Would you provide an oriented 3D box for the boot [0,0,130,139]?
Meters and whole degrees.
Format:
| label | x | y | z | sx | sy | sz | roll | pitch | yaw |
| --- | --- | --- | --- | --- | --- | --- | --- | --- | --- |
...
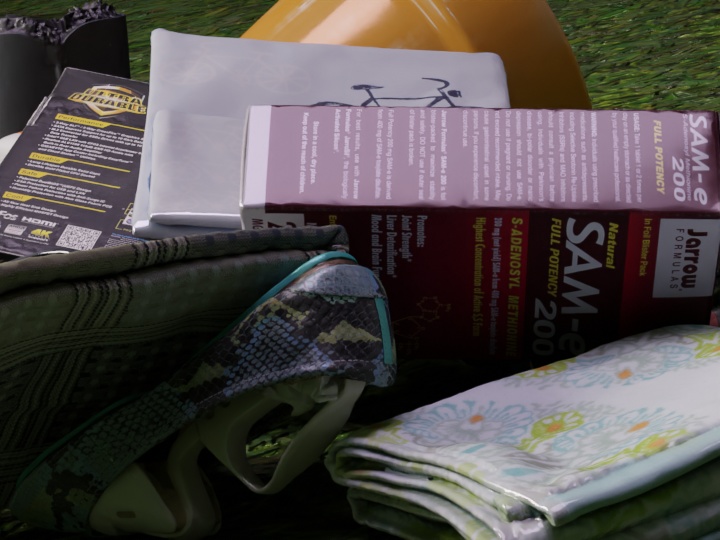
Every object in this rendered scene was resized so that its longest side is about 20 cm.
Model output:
| label | x | y | z | sx | sy | sz | roll | pitch | yaw |
| --- | --- | --- | --- | --- | --- | --- | --- | --- | --- |
| boot | -0.223 | -0.068 | 1.729 | 0.200 | 0.168 | 0.076 | -16 | 13 | -19 |

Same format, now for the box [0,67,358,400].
| label | x | y | z | sx | sy | sz | roll | pitch | yaw |
| --- | --- | --- | --- | --- | --- | --- | --- | --- | --- |
| box | -0.074 | -0.020 | 1.350 | 0.200 | 0.049 | 0.160 | 11 | 35 | 10 |

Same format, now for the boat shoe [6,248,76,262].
| label | x | y | z | sx | sy | sz | roll | pitch | yaw |
| --- | --- | --- | --- | --- | --- | --- | --- | --- | --- |
| boat shoe | -0.200 | 0.038 | 1.229 | 0.200 | 0.062 | 0.075 | -16 | 34 | -7 |

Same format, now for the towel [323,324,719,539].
| label | x | y | z | sx | sy | sz | roll | pitch | yaw |
| --- | --- | --- | --- | --- | --- | --- | --- | --- | --- |
| towel | 0.106 | 0.065 | 1.110 | 0.200 | 0.048 | 0.171 | -17 | 14 | -24 |

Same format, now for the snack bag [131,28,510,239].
| label | x | y | z | sx | sy | sz | roll | pitch | yaw |
| --- | --- | --- | --- | --- | --- | --- | --- | --- | --- |
| snack bag | -0.010 | -0.065 | 1.356 | 0.188 | 0.021 | 0.200 | 3 | 31 | -3 |

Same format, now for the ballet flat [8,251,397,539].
| label | x | y | z | sx | sy | sz | roll | pitch | yaw |
| --- | --- | --- | --- | --- | --- | --- | --- | --- | --- |
| ballet flat | -0.064 | 0.071 | 1.163 | 0.200 | 0.074 | 0.074 | -38 | -1 | 28 |

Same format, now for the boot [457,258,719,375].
| label | x | y | z | sx | sy | sz | roll | pitch | yaw |
| --- | --- | --- | --- | --- | --- | --- | --- | --- | --- |
| boot | 0.136 | 0.004 | 1.339 | 0.200 | 0.073 | 0.090 | -25 | 23 | -20 |

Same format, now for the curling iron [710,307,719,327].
| label | x | y | z | sx | sy | sz | roll | pitch | yaw |
| --- | --- | --- | --- | --- | --- | --- | --- | --- | --- |
| curling iron | 0.142 | 0.035 | 1.275 | 0.200 | 0.026 | 0.050 | -23 | -5 | -27 |

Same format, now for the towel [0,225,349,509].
| label | x | y | z | sx | sy | sz | roll | pitch | yaw |
| --- | --- | --- | --- | --- | --- | --- | --- | --- | --- |
| towel | -0.120 | 0.048 | 1.172 | 0.200 | 0.035 | 0.193 | -7 | -26 | -32 |

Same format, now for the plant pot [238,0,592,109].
| label | x | y | z | sx | sy | sz | roll | pitch | yaw |
| --- | --- | --- | --- | --- | --- | --- | --- | --- | --- |
| plant pot | -0.002 | -0.082 | 1.595 | 0.183 | 0.200 | 0.200 | -34 | 20 | -19 |

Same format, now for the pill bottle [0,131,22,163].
| label | x | y | z | sx | sy | sz | roll | pitch | yaw |
| --- | --- | --- | --- | --- | --- | --- | --- | --- | --- |
| pill bottle | -0.114 | -0.050 | 1.684 | 0.200 | 0.110 | 0.110 | -18 | 14 | -30 |

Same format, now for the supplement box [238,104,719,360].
| label | x | y | z | sx | sy | sz | roll | pitch | yaw |
| --- | --- | --- | --- | --- | --- | --- | --- | --- | --- |
| supplement box | 0.051 | -0.014 | 1.220 | 0.200 | 0.109 | 0.061 | 0 | 52 | 2 |
